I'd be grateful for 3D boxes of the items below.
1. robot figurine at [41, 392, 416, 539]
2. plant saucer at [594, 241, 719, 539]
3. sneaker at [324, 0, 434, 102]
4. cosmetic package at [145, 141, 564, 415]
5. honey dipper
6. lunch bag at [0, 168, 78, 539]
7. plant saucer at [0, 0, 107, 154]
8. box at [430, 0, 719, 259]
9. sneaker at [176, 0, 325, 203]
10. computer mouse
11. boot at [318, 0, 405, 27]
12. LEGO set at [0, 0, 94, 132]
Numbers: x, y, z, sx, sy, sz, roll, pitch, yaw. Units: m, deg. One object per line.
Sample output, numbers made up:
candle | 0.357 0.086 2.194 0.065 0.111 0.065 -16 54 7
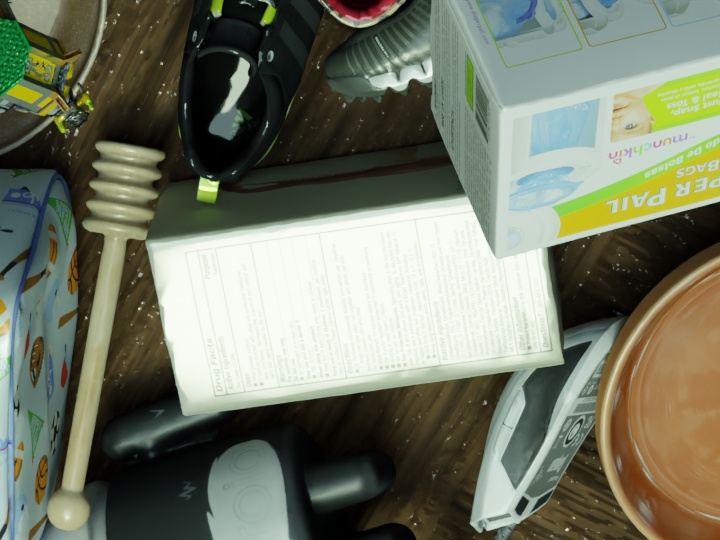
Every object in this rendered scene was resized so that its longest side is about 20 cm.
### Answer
robot figurine | -0.073 0.153 1.324 0.199 0.151 0.125 -18 136 10
plant saucer | 0.218 0.066 1.298 0.199 0.032 0.201 -4 115 -9
sneaker | 0.061 -0.158 1.223 0.199 0.067 0.091 -28 105 10
cosmetic package | 0.000 0.000 1.275 0.199 0.087 0.104 -7 113 6
honey dipper | -0.136 0.034 1.287 0.038 0.038 0.201 10 90 0
lunch bag | -0.191 0.052 1.259 0.075 0.161 0.201 5 126 3
plant saucer | -0.223 -0.151 1.258 0.199 0.037 0.202 2 112 4
box | 0.141 -0.098 1.169 0.199 0.102 0.113 -15 144 -9
sneaker | -0.048 -0.128 1.229 0.071 0.083 0.201 11 112 -1
computer mouse | 0.080 0.102 1.318 0.044 0.110 0.201 33 100 21
boot | 0.012 -0.216 1.114 0.073 0.151 0.201 11 115 -2
LEGO set | -0.208 -0.084 1.193 0.200 0.116 0.154 -44 66 13
